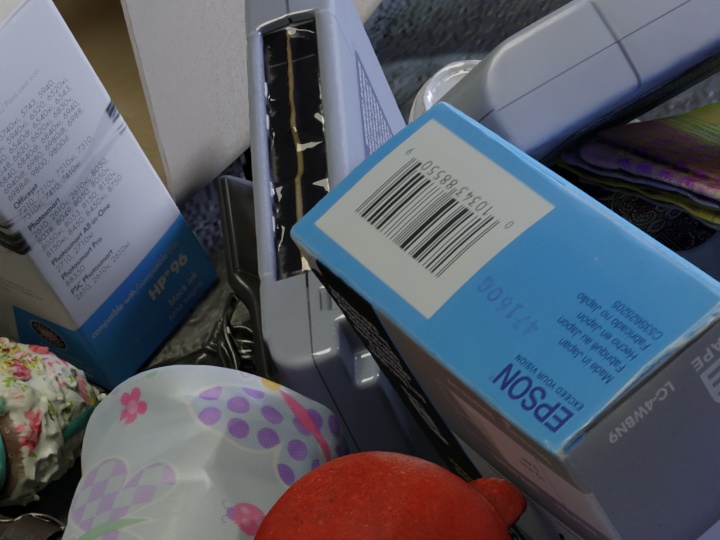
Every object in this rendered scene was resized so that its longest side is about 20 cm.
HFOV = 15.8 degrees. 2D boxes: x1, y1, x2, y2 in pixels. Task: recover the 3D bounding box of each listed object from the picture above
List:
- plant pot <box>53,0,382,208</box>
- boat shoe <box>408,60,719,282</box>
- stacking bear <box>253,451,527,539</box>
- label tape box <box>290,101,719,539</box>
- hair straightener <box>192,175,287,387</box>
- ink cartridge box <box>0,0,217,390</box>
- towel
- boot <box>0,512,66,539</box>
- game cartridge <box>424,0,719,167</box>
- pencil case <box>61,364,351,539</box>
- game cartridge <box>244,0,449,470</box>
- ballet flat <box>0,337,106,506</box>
[{"bbox_3d":[-0.087,-0.172,1.068,0.177,0.201,0.200,-31,36,-29],"label":"plant pot"},{"bbox_3d":[0.075,-0.035,0.934,0.072,0.069,0.200,-34,42,-6],"label":"boat shoe"},{"bbox_3d":[-0.013,0.116,0.615,0.121,0.114,0.200,-28,14,29],"label":"stacking bear"},{"bbox_3d":[0.078,0.063,0.730,0.066,0.200,0.143,-39,37,-10],"label":"label tape box"},{"bbox_3d":[-0.032,0.027,0.953,0.077,0.041,0.201,-56,28,32],"label":"hair straightener"},{"bbox_3d":[-0.148,-0.056,0.978,0.116,0.200,0.068,22,62,41],"label":"ink cartridge box"},{"bbox_3d":[0.177,-0.016,0.825,0.199,0.023,0.143,24,24,34],"label":"towel"},{"bbox_3d":[-0.168,0.147,0.893,0.174,0.069,0.201,26,77,30],"label":"boot"},{"bbox_3d":[0.106,-0.081,0.839,0.199,0.133,0.042,-29,82,-22],"label":"game cartridge"},{"bbox_3d":[-0.057,0.122,0.714,0.091,0.083,0.201,-31,32,39],"label":"pencil case"},{"bbox_3d":[0.000,0.000,0.892,0.041,0.133,0.201,-19,43,13],"label":"game cartridge"},{"bbox_3d":[-0.179,0.044,1.011,0.199,0.076,0.064,20,30,35],"label":"ballet flat"}]
